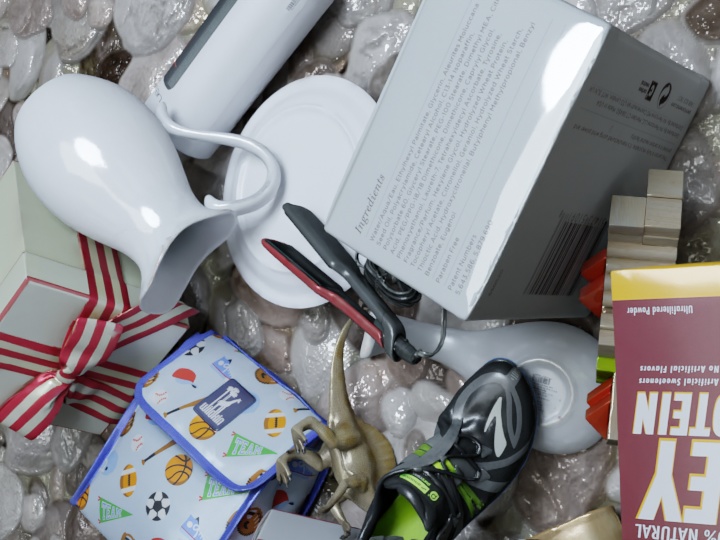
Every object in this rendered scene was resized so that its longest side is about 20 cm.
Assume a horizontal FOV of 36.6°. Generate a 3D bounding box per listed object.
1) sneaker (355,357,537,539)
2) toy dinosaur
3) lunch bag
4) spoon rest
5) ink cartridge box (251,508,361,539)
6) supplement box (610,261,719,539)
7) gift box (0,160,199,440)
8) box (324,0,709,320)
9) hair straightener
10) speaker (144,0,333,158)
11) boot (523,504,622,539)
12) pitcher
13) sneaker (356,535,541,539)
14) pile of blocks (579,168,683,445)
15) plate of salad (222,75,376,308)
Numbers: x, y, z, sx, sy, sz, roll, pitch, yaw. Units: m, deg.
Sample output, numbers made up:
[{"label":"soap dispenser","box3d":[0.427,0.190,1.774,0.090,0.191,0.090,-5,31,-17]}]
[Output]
[{"label":"sneaker","box3d":[0.060,0.153,0.777,0.071,0.083,0.200,36,88,16]},{"label":"toy dinosaur","box3d":[-0.016,0.143,0.887,0.058,0.101,0.201,-39,65,48]},{"label":"lunch bag","box3d":[-0.132,0.173,0.956,0.170,0.124,0.200,35,92,31]},{"label":"spoon rest","box3d":[0.102,0.074,0.841,0.199,0.061,0.100,18,100,20]},{"label":"ink cartridge box","box3d":[-0.030,0.311,0.865,0.145,0.083,0.201,12,97,3]},{"label":"supplement box","box3d":[0.249,0.095,0.642,0.132,0.200,0.198,-4,87,34]},{"label":"gift box","box3d":[-0.262,0.035,1.003,0.185,0.199,0.187,-52,40,29]},{"label":"box","box3d":[0.111,-0.081,0.744,0.130,0.199,0.201,33,107,30]},{"label":"hair straightener","box3d":[0.000,0.000,0.834,0.200,0.041,0.077,43,109,40]},{"label":"speaker","box3d":[-0.109,-0.195,0.973,0.200,0.081,0.081,-47,64,25]},{"label":"boot","box3d":[0.149,0.296,0.792,0.175,0.066,0.201,-28,73,18]},{"label":"pitcher","box3d":[-0.183,-0.089,0.929,0.171,0.121,0.200,-41,73,-15]},{"label":"sneaker","box3d":[0.054,0.236,0.725,0.078,0.199,0.090,-112,31,-61]},{"label":"pile of blocks","box3d":[0.181,0.030,0.750,0.062,0.082,0.201,6,98,13]},{"label":"plate of salad","box3d":[-0.042,-0.067,0.937,0.199,0.048,0.201,-7,79,38]}]
